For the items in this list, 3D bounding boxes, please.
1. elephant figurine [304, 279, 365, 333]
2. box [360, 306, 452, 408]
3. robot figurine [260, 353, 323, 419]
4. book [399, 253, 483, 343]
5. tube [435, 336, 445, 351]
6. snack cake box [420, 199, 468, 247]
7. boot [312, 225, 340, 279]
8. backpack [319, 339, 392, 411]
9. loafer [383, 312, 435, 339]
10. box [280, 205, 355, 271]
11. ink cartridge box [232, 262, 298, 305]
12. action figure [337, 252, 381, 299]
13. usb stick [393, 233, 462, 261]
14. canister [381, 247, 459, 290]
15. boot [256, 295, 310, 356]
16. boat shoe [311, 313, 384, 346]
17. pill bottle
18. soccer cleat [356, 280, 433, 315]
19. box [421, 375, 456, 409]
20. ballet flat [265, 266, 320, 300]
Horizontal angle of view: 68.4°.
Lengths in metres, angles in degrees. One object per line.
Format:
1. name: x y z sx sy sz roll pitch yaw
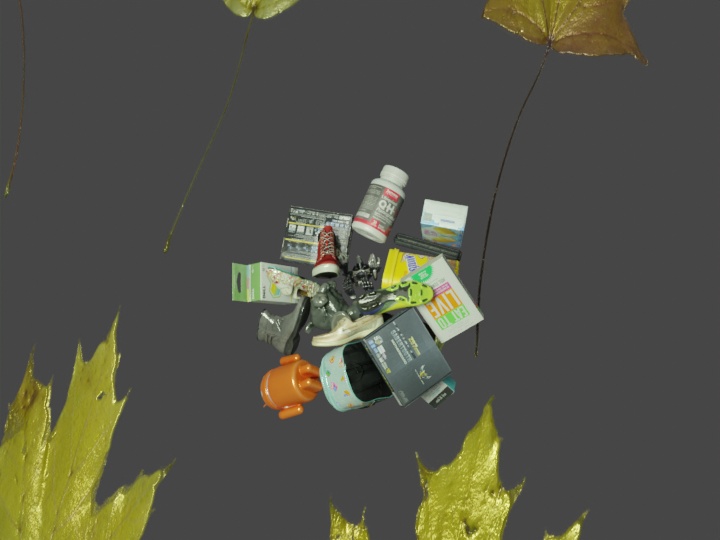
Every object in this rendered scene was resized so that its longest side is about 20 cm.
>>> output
1. elephant figurine: -0.037 0.128 1.460 0.198 0.156 0.142 29 55 14
2. box: 0.116 0.217 1.342 0.156 0.051 0.202 -31 90 -14
3. robot figurine: -0.192 0.315 1.446 0.198 0.116 0.146 -23 93 30
4. book: 0.210 0.071 1.364 0.132 0.048 0.201 -31 105 23
5. tube: 0.198 0.204 1.460 0.058 0.052 0.203 26 87 51
6. snack cake box: 0.224 -0.124 1.430 0.113 0.200 0.069 10 82 10
7. boot: -0.091 -0.053 1.421 0.071 0.200 0.148 4 87 -8
8. backpack: -0.022 0.279 1.400 0.151 0.199 0.179 -21 78 23
9. loafer: 0.123 0.160 1.460 0.197 0.071 0.074 18 128 29
10. box: -0.125 -0.094 1.557 0.196 0.049 0.165 8 81 10
11. ink cartridge box: -0.262 0.036 1.479 0.058 0.198 0.106 -9 78 37
12. action figure: 0.000 0.000 1.440 0.116 0.201 0.104 -5 111 3
13. usb stick: 0.189 -0.065 1.500 0.196 0.055 0.033 16 81 11
14. canister: 0.165 0.021 1.453 0.196 0.088 0.150 9 44 8
15. boot: -0.223 0.140 1.489 0.130 0.070 0.203 27 111 11
16. boat shoe: -0.034 0.151 1.378 0.196 0.072 0.066 -13 92 -5
17. pill bottle: 0.062 -0.191 1.513 0.109 0.111 0.203 24 85 12
18. soccer cleat: 0.087 0.071 1.343 0.196 0.084 0.066 -11 75 6
19. box: 0.154 0.269 1.413 0.199 0.049 0.082 42 117 -1
20. ballet flat: -0.184 0.044 1.474 0.075 0.198 0.065 -1 74 41
